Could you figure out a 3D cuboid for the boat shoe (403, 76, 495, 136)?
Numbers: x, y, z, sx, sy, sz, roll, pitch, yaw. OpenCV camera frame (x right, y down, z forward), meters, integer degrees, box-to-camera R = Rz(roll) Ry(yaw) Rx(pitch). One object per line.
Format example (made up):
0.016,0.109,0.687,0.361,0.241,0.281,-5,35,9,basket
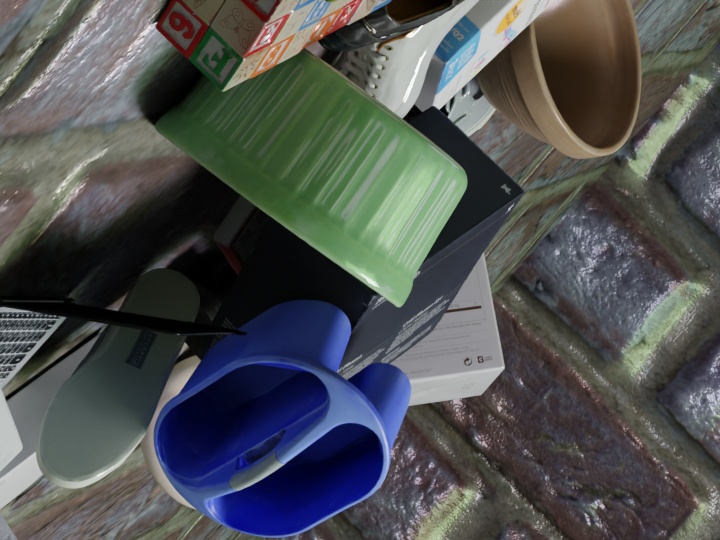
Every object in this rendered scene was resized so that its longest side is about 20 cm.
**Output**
0.064,-0.142,2.058,0.201,0.070,0.072,-41,171,-27,boat shoe

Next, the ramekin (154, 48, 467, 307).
-0.026,-0.073,1.550,0.098,0.200,0.200,-54,171,0,ramekin

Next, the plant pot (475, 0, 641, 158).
0.158,-0.192,2.063,0.092,0.202,0.201,-7,-165,32,plant pot

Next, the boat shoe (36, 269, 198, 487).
-0.181,0.090,1.778,0.201,0.070,0.072,-61,180,-36,boat shoe

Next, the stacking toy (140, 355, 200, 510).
-0.162,0.158,2.271,0.146,0.146,0.200,-43,-170,-20,stacking toy

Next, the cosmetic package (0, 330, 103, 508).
-0.255,0.129,1.823,0.200,0.051,0.083,-39,167,-43,cosmetic package

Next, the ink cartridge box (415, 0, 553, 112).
0.106,-0.226,1.885,0.200,0.068,0.115,-44,171,-16,ink cartridge box

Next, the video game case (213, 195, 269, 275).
-0.045,-0.037,1.894,0.143,0.017,0.200,-56,154,-14,video game case

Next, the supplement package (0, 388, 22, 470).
-0.270,0.077,1.304,0.117,0.117,0.200,-44,172,-14,supplement package

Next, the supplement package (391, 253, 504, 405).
0.044,0.011,2.110,0.119,0.201,0.121,-7,166,-9,supplement package

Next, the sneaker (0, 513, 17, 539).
-0.330,0.255,1.818,0.200,0.115,0.075,-41,169,-33,sneaker

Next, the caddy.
-0.059,0.114,1.711,0.200,0.141,0.105,-33,-160,40,caddy

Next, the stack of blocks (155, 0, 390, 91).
-0.024,-0.195,1.440,0.200,0.059,0.115,-35,165,-52,stack of blocks

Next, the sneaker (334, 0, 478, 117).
0.012,-0.170,1.744,0.084,0.073,0.200,-9,142,-47,sneaker

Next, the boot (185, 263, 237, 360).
-0.083,0.004,1.986,0.158,0.079,0.211,-42,176,-8,boot

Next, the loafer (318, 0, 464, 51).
0.055,-0.205,1.626,0.072,0.073,0.200,5,-145,48,loafer

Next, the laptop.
-0.203,0.076,1.616,0.200,0.116,0.187,-47,171,6,laptop

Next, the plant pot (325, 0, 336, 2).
0.028,-0.235,1.188,0.189,0.201,0.200,-32,170,-3,plant pot

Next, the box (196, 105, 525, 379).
0.000,0.000,1.814,0.200,0.104,0.182,-34,164,-44,box
